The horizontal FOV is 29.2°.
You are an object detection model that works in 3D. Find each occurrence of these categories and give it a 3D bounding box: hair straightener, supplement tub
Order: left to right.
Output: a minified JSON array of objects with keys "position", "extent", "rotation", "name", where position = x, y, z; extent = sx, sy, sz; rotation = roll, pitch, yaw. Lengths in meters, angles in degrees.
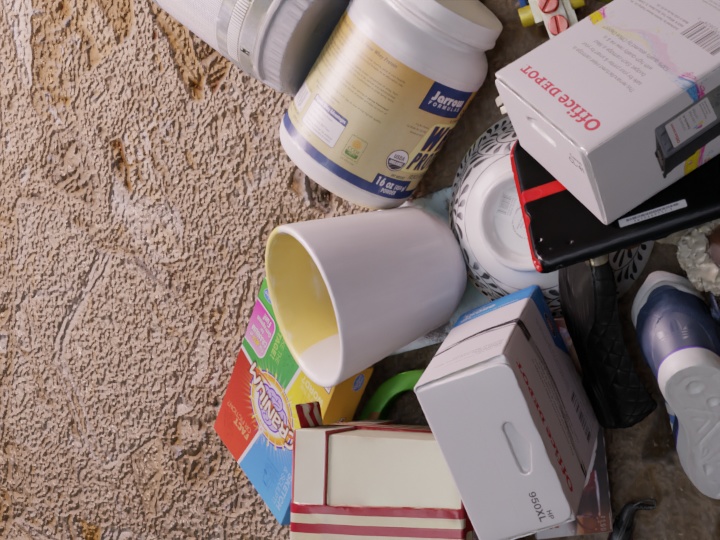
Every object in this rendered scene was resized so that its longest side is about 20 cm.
[{"position":[0.029,-0.173,1.280],"extent":[0.144,0.144,0.201],"rotation":[41,114,18],"name":"supplement tub"},{"position":[0.228,0.300,1.272],"extent":[0.041,0.077,0.201],"rotation":[23,105,5],"name":"hair straightener"}]

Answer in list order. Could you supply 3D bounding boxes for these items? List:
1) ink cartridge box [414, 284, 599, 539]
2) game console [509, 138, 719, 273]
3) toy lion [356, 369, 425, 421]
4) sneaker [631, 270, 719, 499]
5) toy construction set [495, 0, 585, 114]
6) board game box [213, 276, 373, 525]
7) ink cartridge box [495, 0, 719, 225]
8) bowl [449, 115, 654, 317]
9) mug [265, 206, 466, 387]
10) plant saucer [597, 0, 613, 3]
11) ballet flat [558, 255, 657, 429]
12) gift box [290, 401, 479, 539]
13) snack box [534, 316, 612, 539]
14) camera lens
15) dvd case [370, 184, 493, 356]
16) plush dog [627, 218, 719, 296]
[{"position":[0.126,0.115,1.144],"extent":[0.084,0.200,0.145],"rotation":[-22,98,19],"name":"ink cartridge box"},{"position":[0.224,-0.082,1.120],"extent":[0.199,0.178,0.031],"rotation":[-19,131,11],"name":"game console"},{"position":[0.098,0.165,1.338],"extent":[0.200,0.069,0.192],"rotation":[36,105,21],"name":"toy lion"},{"position":[0.295,0.090,1.212],"extent":[0.080,0.147,0.200],"rotation":[-21,130,14],"name":"sneaker"},{"position":[0.160,-0.227,1.202],"extent":[0.091,0.131,0.202],"rotation":[-4,90,13],"name":"toy construction set"},{"position":[-0.072,0.129,1.384],"extent":[0.153,0.040,0.201],"rotation":[47,129,39],"name":"board game box"},{"position":[0.230,-0.148,1.097],"extent":[0.199,0.086,0.148],"rotation":[-33,40,-4],"name":"ink cartridge box"},{"position":[0.160,-0.048,1.241],"extent":[0.199,0.094,0.202],"rotation":[2,96,21],"name":"bowl"},{"position":[0.004,-0.002,1.273],"extent":[0.187,0.152,0.150],"rotation":[56,152,32],"name":"mug"},{"position":[0.293,-0.311,1.172],"extent":[0.199,0.048,0.201],"rotation":[20,106,26],"name":"plant saucer"},{"position":[0.213,0.049,1.199],"extent":[0.066,0.056,0.201],"rotation":[46,156,59],"name":"ballet flat"},{"position":[0.026,0.213,1.232],"extent":[0.185,0.200,0.186],"rotation":[0,82,25],"name":"gift box"},{"position":[0.185,0.143,1.265],"extent":[0.071,0.024,0.202],"rotation":[-6,95,3],"name":"snack box"},{"position":[-0.099,-0.282,1.326],"extent":[0.200,0.160,0.161],"rotation":[39,113,19],"name":"camera lens"},{"position":[0.043,0.007,1.365],"extent":[0.199,0.022,0.147],"rotation":[-16,89,28],"name":"dvd case"},{"position":[0.307,-0.053,1.159],"extent":[0.200,0.161,0.172],"rotation":[-40,57,-15],"name":"plush dog"}]
